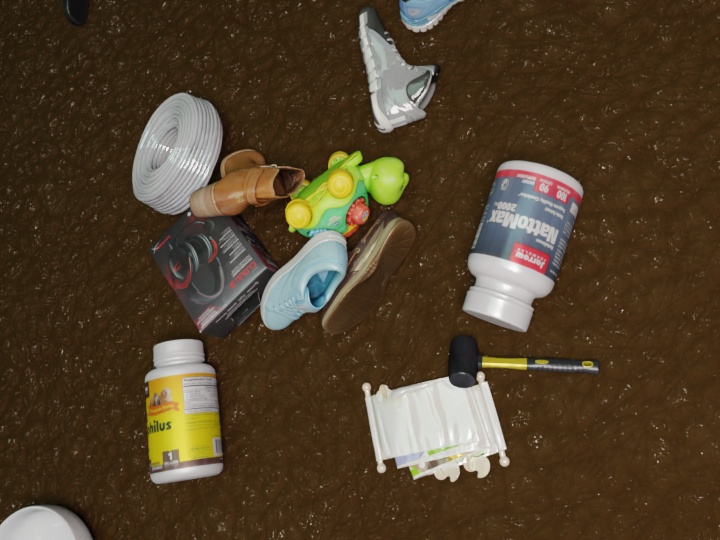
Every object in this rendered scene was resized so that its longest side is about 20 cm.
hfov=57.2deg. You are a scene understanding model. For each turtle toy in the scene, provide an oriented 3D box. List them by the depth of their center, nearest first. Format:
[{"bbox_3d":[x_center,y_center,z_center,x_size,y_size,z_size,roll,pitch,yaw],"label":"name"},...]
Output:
[{"bbox_3d":[-0.024,-0.109,0.982,0.198,0.146,0.102,-33,110,12],"label":"turtle toy"}]

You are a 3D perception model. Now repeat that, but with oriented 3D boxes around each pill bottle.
[{"bbox_3d":[0.209,-0.029,0.874,0.118,0.119,0.204,17,85,23],"label":"pill bottle"},{"bbox_3d":[-0.271,0.213,1.008,0.107,0.109,0.204,-14,73,17],"label":"pill bottle"}]

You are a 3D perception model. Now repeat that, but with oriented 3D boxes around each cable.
[{"bbox_3d":[-0.306,-0.195,1.102,0.199,0.069,0.203,28,92,49],"label":"cable"}]

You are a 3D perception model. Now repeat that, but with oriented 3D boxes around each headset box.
[{"bbox_3d":[-0.225,-0.003,1.057,0.148,0.075,0.201,-42,67,7],"label":"headset box"}]

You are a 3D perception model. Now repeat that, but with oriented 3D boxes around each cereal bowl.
[{"bbox_3d":[-0.495,0.475,1.049,0.196,0.083,0.204,-5,76,20],"label":"cereal bowl"}]

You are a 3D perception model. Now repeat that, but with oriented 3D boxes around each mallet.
[{"bbox_3d":[0.211,0.132,0.873,0.196,0.042,0.067,6,51,18],"label":"mallet"}]

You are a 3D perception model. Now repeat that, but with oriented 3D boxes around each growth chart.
[{"bbox_3d":[0.100,0.217,0.915,0.196,0.018,0.148,-11,75,18],"label":"growth chart"}]

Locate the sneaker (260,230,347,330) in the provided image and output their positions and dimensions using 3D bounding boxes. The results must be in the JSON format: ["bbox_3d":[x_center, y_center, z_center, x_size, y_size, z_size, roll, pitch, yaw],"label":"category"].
[{"bbox_3d":[-0.087,0.034,0.960,0.201,0.073,0.083,-52,31,33],"label":"sneaker"}]

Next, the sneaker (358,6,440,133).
[{"bbox_3d":[0.065,-0.321,1.027,0.113,0.075,0.204,-11,84,13],"label":"sneaker"}]

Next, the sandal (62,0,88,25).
[{"bbox_3d":[-0.574,-0.592,1.326,0.044,0.075,0.204,3,82,20],"label":"sandal"}]

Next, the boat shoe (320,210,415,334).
[{"bbox_3d":[0.000,0.000,0.982,0.072,0.072,0.202,39,99,44],"label":"boat shoe"}]

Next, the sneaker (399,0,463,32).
[{"bbox_3d":[0.141,-0.456,1.011,0.199,0.090,0.079,-40,68,7],"label":"sneaker"}]

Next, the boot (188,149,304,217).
[{"bbox_3d":[-0.150,-0.140,1.007,0.152,0.201,0.075,-9,120,27],"label":"boot"}]
